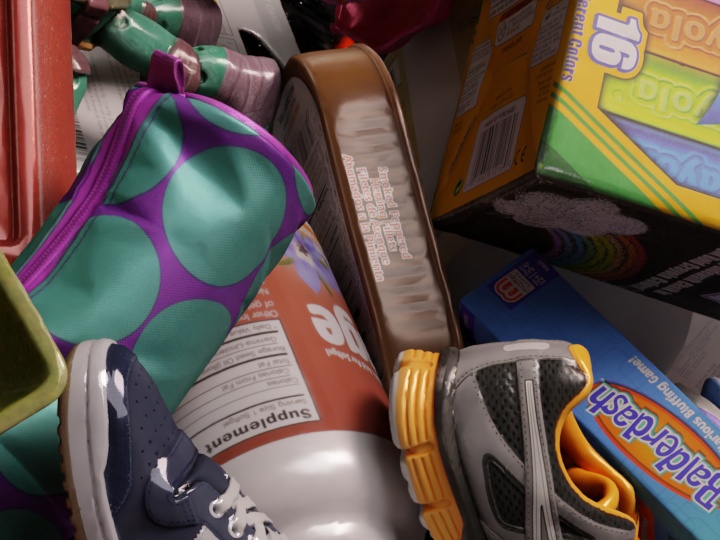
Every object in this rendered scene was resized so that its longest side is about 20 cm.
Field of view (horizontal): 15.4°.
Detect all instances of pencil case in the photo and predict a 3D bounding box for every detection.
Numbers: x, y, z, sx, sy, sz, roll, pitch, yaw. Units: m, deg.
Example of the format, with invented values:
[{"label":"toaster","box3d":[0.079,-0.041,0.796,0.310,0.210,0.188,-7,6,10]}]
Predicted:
[{"label":"pencil case","box3d":[-0.106,0.024,0.979,0.085,0.200,0.092,17,-25,52]}]

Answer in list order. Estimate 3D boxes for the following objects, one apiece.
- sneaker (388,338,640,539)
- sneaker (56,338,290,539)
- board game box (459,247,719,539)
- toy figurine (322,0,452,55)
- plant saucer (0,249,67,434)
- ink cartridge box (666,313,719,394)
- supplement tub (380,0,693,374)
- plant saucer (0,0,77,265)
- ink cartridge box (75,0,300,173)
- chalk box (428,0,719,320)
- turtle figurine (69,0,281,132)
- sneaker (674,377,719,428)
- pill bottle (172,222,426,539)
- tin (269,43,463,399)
[{"label":"sneaker","box3d":[0.075,0.114,1.021,0.078,0.077,0.201,-84,155,-62]},{"label":"sneaker","box3d":[-0.031,0.110,0.917,0.070,0.108,0.201,-59,135,-75]},{"label":"board game box","box3d":[0.119,0.106,1.092,0.045,0.152,0.200,-35,60,-19]},{"label":"toy figurine","box3d":[-0.035,-0.170,1.216,0.184,0.151,0.200,31,21,2]},{"label":"plant saucer","box3d":[-0.223,0.019,0.926,0.200,0.199,0.048,57,-4,21]},{"label":"ink cartridge box","box3d":[0.187,-0.004,1.255,0.044,0.200,0.094,35,34,1]},{"label":"supplement tub","box3d":[0.080,-0.037,1.245,0.144,0.145,0.200,21,33,-19]},{"label":"plant saucer","box3d":[-0.205,-0.074,1.026,0.199,0.037,0.201,1,76,-17]},{"label":"ink cartridge box","box3d":[-0.105,-0.091,1.253,0.173,0.044,0.201,11,41,-32]},{"label":"chalk box","box3d":[0.150,-0.056,1.088,0.199,0.125,0.125,17,76,-17]},{"label":"turtle figurine","box3d":[-0.136,-0.104,1.128,0.199,0.101,0.150,13,40,-36]},{"label":"sneaker","box3d":[0.179,0.111,1.126,0.081,0.200,0.147,-44,100,-14]},{"label":"pill bottle","box3d":[-0.039,0.073,1.047,0.112,0.112,0.201,7,43,-35]},{"label":"tin","box3d":[0.000,0.000,1.136,0.042,0.112,0.201,-9,67,-13]}]
